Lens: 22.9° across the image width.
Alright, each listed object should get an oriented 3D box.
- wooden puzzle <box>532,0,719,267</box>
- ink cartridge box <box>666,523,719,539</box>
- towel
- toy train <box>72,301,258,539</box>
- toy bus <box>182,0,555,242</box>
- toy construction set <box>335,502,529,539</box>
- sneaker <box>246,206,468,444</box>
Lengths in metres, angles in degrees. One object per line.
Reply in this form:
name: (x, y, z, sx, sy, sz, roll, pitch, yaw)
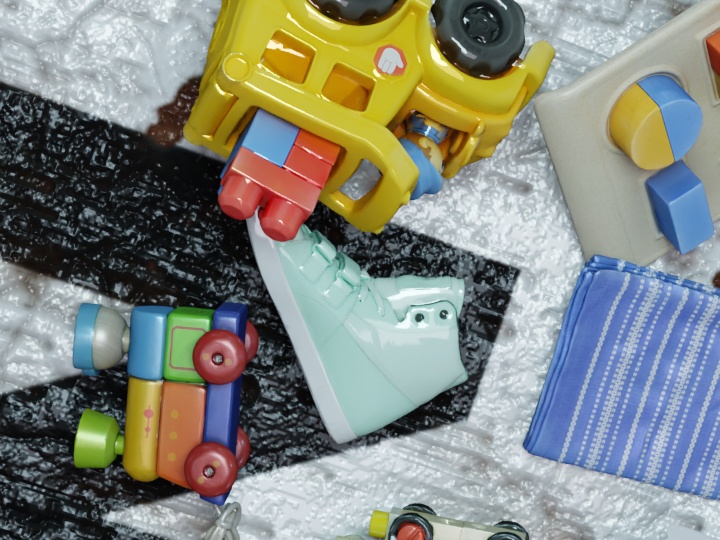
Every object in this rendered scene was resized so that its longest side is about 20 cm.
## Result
wooden puzzle: (0.221, -0.087, 1.115, 0.199, 0.046, 0.186, -29, 139, -1)
ink cartridge box: (0.219, 0.276, 1.145, 0.128, 0.125, 0.202, 19, 91, -31)
towel: (0.219, 0.080, 1.184, 0.198, 0.024, 0.146, 14, 106, -10)
toy train: (-0.131, 0.119, 1.132, 0.114, 0.085, 0.202, 6, 96, 3)
toy bus: (-0.006, -0.091, 1.057, 0.199, 0.136, 0.193, 25, 64, -11)
toy construction set: (0.051, 0.223, 1.156, 0.198, 0.092, 0.133, 9, 95, -8)
sneaker: (0.000, 0.000, 1.132, 0.117, 0.074, 0.202, -22, 108, 2)
